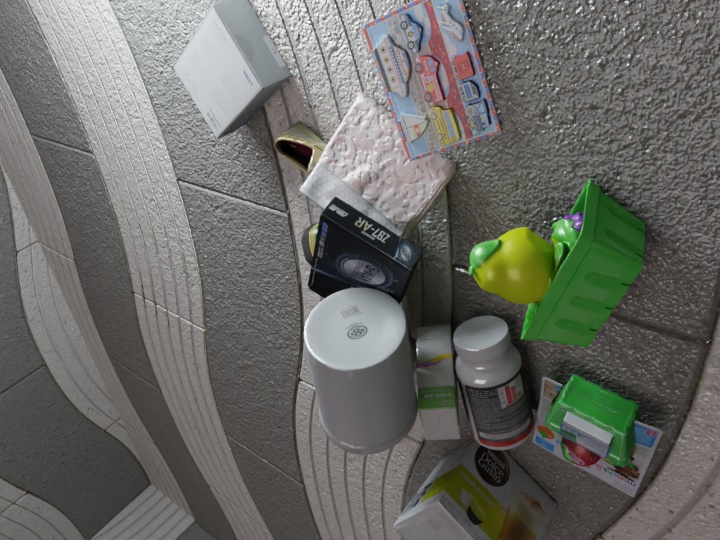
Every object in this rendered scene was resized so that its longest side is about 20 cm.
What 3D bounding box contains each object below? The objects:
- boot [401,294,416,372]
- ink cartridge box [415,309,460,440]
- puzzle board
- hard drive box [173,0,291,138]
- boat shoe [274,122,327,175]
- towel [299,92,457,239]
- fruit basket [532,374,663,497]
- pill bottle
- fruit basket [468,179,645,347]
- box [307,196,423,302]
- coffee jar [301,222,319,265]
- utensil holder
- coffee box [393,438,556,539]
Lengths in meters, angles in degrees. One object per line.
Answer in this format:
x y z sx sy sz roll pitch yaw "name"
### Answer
0.068 0.124 1.076 0.073 0.094 0.206 28 110 45 "boot"
0.137 0.180 1.042 0.065 0.204 0.119 -6 140 10 "ink cartridge box"
0.098 -0.266 0.816 0.147 0.017 0.204 -11 111 31 "puzzle board"
-0.236 -0.360 1.061 0.198 0.076 0.158 -21 103 51 "hard drive box"
-0.070 -0.187 1.036 0.198 0.066 0.075 33 138 22 "boat shoe"
0.022 -0.145 0.927 0.199 0.032 0.193 40 103 12 "towel"
0.364 0.272 0.938 0.182 0.094 0.204 25 137 30 "fruit basket"
0.223 0.190 0.994 0.114 0.115 0.205 5 123 42 "pill bottle"
0.247 -0.009 0.783 0.210 0.157 0.220 16 134 17 "fruit basket"
0.000 0.000 0.925 0.158 0.044 0.202 32 146 9 "box"
-0.016 -0.055 1.052 0.197 0.103 0.088 -6 100 47 "coffee jar"
0.003 0.156 0.911 0.167 0.170 0.204 23 142 30 "utensil holder"
0.223 0.482 1.154 0.200 0.197 0.201 44 139 10 "coffee box"
